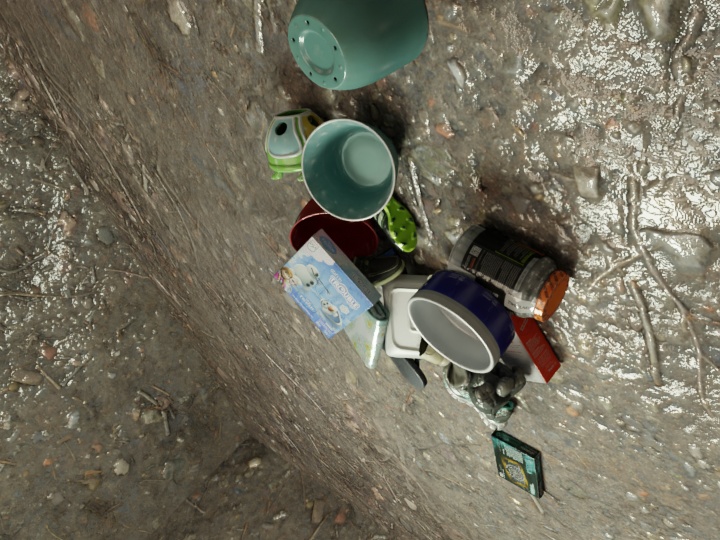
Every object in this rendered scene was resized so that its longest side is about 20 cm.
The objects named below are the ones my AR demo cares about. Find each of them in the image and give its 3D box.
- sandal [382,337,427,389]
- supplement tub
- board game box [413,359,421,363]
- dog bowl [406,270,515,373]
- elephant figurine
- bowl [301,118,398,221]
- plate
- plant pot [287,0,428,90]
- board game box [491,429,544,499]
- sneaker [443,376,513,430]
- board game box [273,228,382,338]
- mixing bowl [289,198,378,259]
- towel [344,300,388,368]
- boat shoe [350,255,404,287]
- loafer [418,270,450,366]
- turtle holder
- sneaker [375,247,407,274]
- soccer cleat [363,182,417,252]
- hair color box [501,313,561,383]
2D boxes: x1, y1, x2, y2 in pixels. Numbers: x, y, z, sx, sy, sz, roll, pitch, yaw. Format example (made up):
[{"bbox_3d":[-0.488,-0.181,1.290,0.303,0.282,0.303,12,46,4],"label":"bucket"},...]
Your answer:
[{"bbox_3d":[0.097,0.194,1.617,0.200,0.043,0.076,50,155,22],"label":"sandal"},{"bbox_3d":[0.271,0.006,1.243,0.200,0.123,0.123,30,149,30],"label":"supplement tub"},{"bbox_3d":[0.137,0.152,1.654,0.105,0.103,0.200,42,153,12],"label":"board game box"},{"bbox_3d":[0.188,0.097,1.280,0.200,0.079,0.200,36,156,18],"label":"dog bowl"},{"bbox_3d":[0.244,0.193,1.429,0.200,0.155,0.141,49,-167,26],"label":"elephant figurine"},{"bbox_3d":[-0.004,-0.207,1.327,0.200,0.105,0.201,11,116,24],"label":"bowl"},{"bbox_3d":[0.137,0.109,1.512,0.199,0.032,0.201,2,103,26],"label":"plate"},{"bbox_3d":[-0.018,-0.386,1.088,0.200,0.161,0.201,34,151,22],"label":"plant pot"},{"bbox_3d":[0.425,0.523,1.824,0.135,0.028,0.200,23,144,38],"label":"board game box"},{"bbox_3d":[0.299,0.302,1.681,0.200,0.078,0.091,37,136,11],"label":"sneaker"},{"bbox_3d":[-0.079,0.035,1.529,0.200,0.043,0.199,48,136,-1],"label":"board game box"},{"bbox_3d":[-0.056,-0.110,1.535,0.200,0.109,0.200,3,146,2],"label":"mixing bowl"},{"bbox_3d":[0.003,0.108,1.620,0.171,0.048,0.200,97,151,-43],"label":"towel"},{"bbox_3d":[0.000,-0.001,1.532,0.200,0.072,0.066,-14,129,25],"label":"boat shoe"},{"bbox_3d":[0.155,0.098,1.411,0.076,0.068,0.201,157,114,-67],"label":"loafer"},{"bbox_3d":[-0.120,-0.267,1.425,0.185,0.141,0.132,22,129,52],"label":"turtle holder"},{"bbox_3d":[0.041,0.009,1.639,0.078,0.070,0.200,56,152,-2],"label":"sneaker"},{"bbox_3d":[0.054,-0.127,1.453,0.200,0.067,0.081,56,165,-9],"label":"soccer cleat"},{"bbox_3d":[0.324,0.139,1.412,0.200,0.061,0.101,56,154,-18],"label":"hair color box"}]
